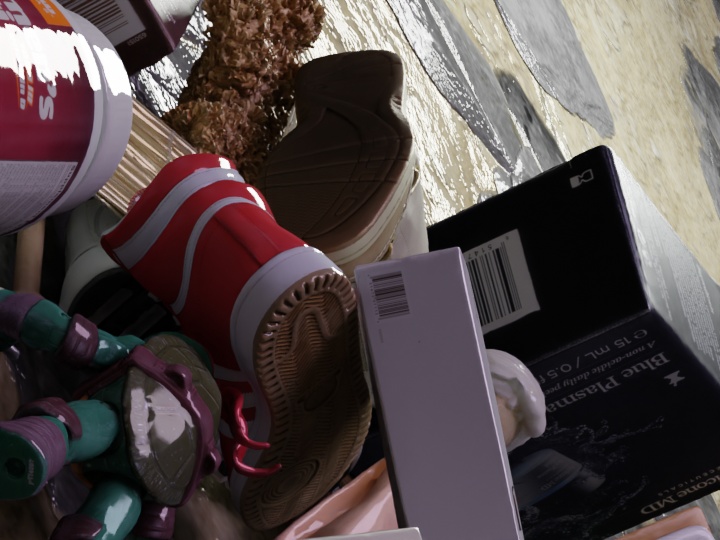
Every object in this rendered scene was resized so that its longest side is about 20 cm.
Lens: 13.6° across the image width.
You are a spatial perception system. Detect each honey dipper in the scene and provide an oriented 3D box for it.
[{"bbox_3d":[-0.143,-0.041,1.345,0.038,0.038,0.200,52,22,-37],"label":"honey dipper"}]

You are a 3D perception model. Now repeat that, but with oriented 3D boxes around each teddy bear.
[{"bbox_3d":[-0.068,-0.077,1.501,0.145,0.067,0.200,106,1,-52],"label":"teddy bear"}]

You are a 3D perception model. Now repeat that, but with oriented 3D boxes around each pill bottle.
[{"bbox_3d":[-0.166,-0.065,1.178,0.110,0.109,0.200,66,16,5],"label":"pill bottle"}]

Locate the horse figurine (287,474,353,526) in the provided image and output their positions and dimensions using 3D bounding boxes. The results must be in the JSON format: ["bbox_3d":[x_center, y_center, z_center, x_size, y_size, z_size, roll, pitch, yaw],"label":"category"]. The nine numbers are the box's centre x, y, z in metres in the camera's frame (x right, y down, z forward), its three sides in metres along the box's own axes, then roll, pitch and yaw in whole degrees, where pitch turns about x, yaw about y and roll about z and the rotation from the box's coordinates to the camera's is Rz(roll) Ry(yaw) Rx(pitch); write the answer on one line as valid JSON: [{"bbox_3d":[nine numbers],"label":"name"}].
[{"bbox_3d":[0.007,0.143,1.518,0.200,0.050,0.133,56,13,-31],"label":"horse figurine"}]

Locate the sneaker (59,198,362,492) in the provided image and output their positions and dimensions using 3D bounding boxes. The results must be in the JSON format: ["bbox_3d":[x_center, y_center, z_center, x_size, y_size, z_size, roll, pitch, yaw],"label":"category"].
[{"bbox_3d":[-0.068,0.037,1.403,0.200,0.075,0.081,47,11,-38],"label":"sneaker"}]

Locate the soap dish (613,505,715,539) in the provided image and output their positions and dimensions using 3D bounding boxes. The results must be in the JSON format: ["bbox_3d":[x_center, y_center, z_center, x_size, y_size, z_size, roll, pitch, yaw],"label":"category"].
[{"bbox_3d":[0.148,0.248,1.616,0.081,0.157,0.201,-26,-95,65],"label":"soap dish"}]

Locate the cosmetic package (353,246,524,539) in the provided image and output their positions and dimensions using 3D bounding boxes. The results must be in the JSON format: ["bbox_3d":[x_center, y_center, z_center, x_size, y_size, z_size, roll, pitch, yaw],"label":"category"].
[{"bbox_3d":[0.040,0.096,1.277,0.083,0.050,0.201,107,-29,-83],"label":"cosmetic package"}]

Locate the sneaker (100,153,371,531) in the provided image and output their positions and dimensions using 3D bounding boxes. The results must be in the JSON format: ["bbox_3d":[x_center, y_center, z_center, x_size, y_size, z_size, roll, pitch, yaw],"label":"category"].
[{"bbox_3d":[-0.055,0.027,1.317,0.112,0.071,0.200,46,-25,25],"label":"sneaker"}]

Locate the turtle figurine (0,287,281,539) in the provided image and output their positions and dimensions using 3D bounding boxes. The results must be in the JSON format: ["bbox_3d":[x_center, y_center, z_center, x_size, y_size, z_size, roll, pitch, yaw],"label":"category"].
[{"bbox_3d":[-0.106,0.066,1.206,0.150,0.100,0.200,61,22,-11],"label":"turtle figurine"}]

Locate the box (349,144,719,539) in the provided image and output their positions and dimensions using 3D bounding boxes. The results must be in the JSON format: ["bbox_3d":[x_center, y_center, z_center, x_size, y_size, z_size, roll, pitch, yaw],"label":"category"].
[{"bbox_3d":[0.100,0.059,1.668,0.200,0.196,0.118,44,26,-50],"label":"box"}]

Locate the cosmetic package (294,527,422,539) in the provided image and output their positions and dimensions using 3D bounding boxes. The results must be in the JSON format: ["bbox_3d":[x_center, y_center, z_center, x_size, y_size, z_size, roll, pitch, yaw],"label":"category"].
[{"bbox_3d":[-0.062,0.150,1.091,0.200,0.103,0.073,0,63,-50],"label":"cosmetic package"}]

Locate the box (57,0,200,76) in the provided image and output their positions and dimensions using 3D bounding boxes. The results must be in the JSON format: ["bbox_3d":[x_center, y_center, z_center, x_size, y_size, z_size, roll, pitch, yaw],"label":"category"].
[{"bbox_3d":[-0.130,-0.168,1.516,0.100,0.075,0.200,59,19,-16],"label":"box"}]

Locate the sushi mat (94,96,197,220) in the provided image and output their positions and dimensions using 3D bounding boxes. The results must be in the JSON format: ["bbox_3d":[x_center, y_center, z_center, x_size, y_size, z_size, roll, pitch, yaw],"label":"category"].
[{"bbox_3d":[-0.152,-0.092,1.335,0.200,0.012,0.096,42,23,-15],"label":"sushi mat"}]

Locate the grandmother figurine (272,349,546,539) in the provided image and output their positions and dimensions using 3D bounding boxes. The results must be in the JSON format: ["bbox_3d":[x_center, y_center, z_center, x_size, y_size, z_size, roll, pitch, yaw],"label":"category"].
[{"bbox_3d":[0.027,0.100,1.441,0.060,0.121,0.200,32,44,14],"label":"grandmother figurine"}]

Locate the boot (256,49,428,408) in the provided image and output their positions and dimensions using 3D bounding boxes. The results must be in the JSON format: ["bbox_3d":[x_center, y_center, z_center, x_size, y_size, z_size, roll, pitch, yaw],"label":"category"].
[{"bbox_3d":[0.000,0.000,1.429,0.200,0.072,0.155,-82,165,-63],"label":"boot"}]
